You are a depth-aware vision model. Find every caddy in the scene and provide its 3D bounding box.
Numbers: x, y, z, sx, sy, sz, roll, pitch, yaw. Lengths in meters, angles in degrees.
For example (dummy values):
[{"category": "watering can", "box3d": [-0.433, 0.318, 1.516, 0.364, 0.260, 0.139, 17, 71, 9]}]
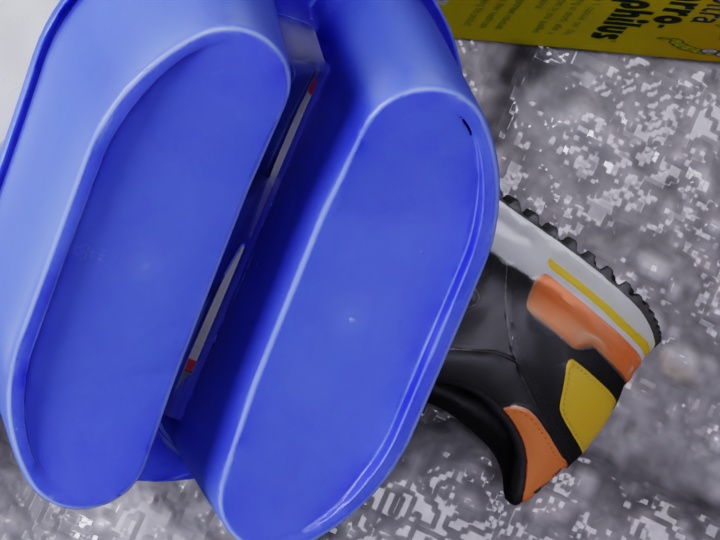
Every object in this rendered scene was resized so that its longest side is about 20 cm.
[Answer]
[{"category": "caddy", "box3d": [-0.042, -0.012, 0.805, 0.141, 0.105, 0.201, 15, 111, -22]}]

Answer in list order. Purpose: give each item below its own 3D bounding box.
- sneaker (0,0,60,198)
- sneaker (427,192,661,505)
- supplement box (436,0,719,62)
[{"category": "sneaker", "box3d": [-0.141, -0.035, 0.841, 0.200, 0.073, 0.085, -34, 50, -18]}, {"category": "sneaker", "box3d": [0.000, 0.000, 0.882, 0.200, 0.070, 0.090, 33, 80, -2]}, {"category": "supplement box", "box3d": [0.081, -0.142, 0.902, 0.199, 0.110, 0.110, 5, 79, -9]}]
